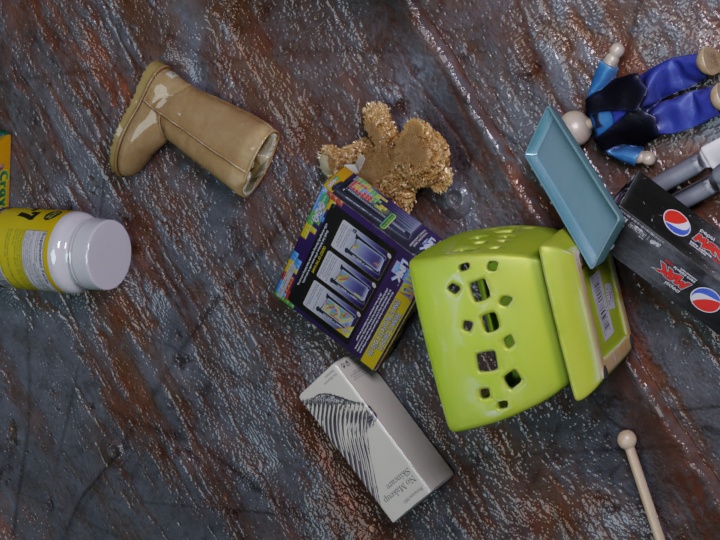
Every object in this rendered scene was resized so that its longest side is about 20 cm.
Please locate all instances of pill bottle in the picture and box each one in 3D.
[{"bbox_3d":[-0.420,-0.027,2.009,0.198,0.114,0.116,4,105,29],"label":"pill bottle"}]

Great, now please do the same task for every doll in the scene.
[{"bbox_3d":[0.298,-0.181,1.577,0.199,0.048,0.138,-19,94,39],"label":"doll"}]

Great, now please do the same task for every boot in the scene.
[{"bbox_3d":[-0.219,-0.153,1.885,0.199,0.066,0.176,34,118,18],"label":"boot"}]

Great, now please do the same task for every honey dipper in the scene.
[{"bbox_3d":[0.333,0.281,1.686,0.038,0.038,0.202,-20,90,33],"label":"honey dipper"}]

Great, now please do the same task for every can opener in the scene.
[{"bbox_3d":[0.355,-0.097,1.559,0.199,0.066,0.053,-30,88,38],"label":"can opener"}]

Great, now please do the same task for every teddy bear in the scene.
[{"bbox_3d":[0.031,-0.124,1.751,0.200,0.066,0.146,-39,73,39],"label":"teddy bear"}]

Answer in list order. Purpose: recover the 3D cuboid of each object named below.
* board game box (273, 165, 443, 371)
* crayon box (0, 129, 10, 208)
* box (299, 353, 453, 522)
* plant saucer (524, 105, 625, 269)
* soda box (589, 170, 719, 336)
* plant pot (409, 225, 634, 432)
[{"bbox_3d":[0.000,0.000,1.759,0.165,0.057,0.201,36,134,8],"label":"board game box"},{"bbox_3d":[-0.558,-0.095,2.070,0.058,0.119,0.202,16,111,26],"label":"crayon box"},{"bbox_3d":[0.019,0.206,1.833,0.082,0.068,0.201,-45,78,30],"label":"box"},{"bbox_3d":[0.229,-0.091,1.563,0.201,0.019,0.070,-112,35,-46],"label":"plant saucer"},{"bbox_3d":[0.346,-0.011,1.544,0.199,0.071,0.063,38,138,0],"label":"soda box"},{"bbox_3d":[0.188,0.050,1.621,0.180,0.199,0.202,-11,97,26],"label":"plant pot"}]
